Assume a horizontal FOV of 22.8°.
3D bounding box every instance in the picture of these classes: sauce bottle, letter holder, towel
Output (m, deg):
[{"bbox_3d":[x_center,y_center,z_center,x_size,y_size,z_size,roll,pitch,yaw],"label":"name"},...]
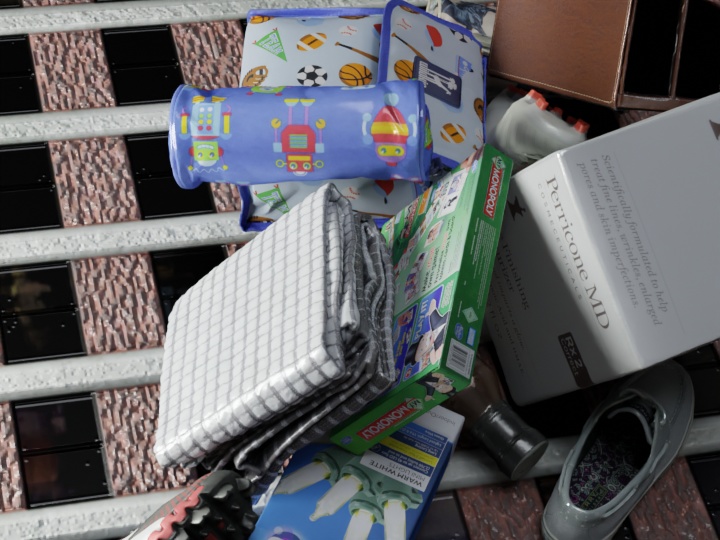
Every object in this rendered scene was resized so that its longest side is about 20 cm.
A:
[{"bbox_3d":[0.058,0.077,1.346,0.065,0.065,0.200,-31,65,-30],"label":"sauce bottle"},{"bbox_3d":[0.197,-0.208,1.403,0.100,0.143,0.200,1,12,-25],"label":"letter holder"},{"bbox_3d":[-0.054,0.054,1.259,0.086,0.165,0.200,43,24,-29],"label":"towel"}]

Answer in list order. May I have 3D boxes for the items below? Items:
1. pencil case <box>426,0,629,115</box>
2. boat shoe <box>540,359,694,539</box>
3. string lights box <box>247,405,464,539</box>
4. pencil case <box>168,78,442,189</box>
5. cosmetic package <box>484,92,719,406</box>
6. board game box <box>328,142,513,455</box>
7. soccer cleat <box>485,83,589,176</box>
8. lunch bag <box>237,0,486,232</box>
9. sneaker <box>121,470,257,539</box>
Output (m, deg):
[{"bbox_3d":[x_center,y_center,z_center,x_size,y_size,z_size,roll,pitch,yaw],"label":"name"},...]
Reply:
[{"bbox_3d":[0.151,-0.190,1.560,0.199,0.078,0.090,10,21,-3],"label":"pencil case"},{"bbox_3d":[0.201,0.128,1.326,0.070,0.072,0.201,30,53,13],"label":"boat shoe"},{"bbox_3d":[-0.010,0.173,1.259,0.102,0.059,0.200,23,51,7],"label":"string lights box"},{"bbox_3d":[-0.040,-0.102,1.315,0.199,0.078,0.087,-1,19,7],"label":"pencil case"},{"bbox_3d":[0.195,-0.012,1.322,0.164,0.200,0.165,-20,85,-24],"label":"cosmetic package"},{"bbox_3d":[0.044,0.019,1.264,0.029,0.135,0.201,30,51,-19],"label":"board game box"},{"bbox_3d":[0.133,-0.102,1.434,0.069,0.200,0.078,30,95,-10],"label":"soccer cleat"},{"bbox_3d":[0.002,-0.126,1.439,0.199,0.124,0.171,1,51,3],"label":"lunch bag"},{"bbox_3d":[-0.152,0.206,1.177,0.098,0.071,0.201,22,67,46],"label":"sneaker"}]
